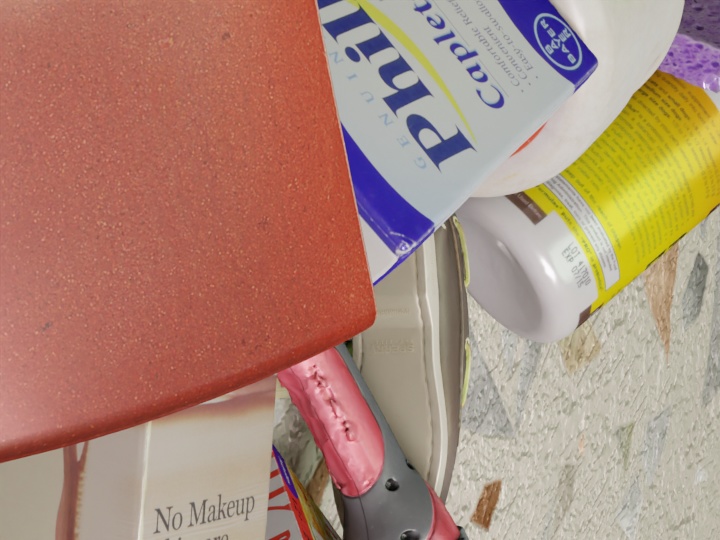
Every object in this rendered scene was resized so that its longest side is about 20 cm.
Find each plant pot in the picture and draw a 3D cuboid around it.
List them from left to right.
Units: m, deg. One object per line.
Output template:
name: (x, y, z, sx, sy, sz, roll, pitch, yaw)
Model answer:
plant pot: (-0.139, -0.044, 0.635, 0.176, 0.199, 0.201, -35, 126, -37)

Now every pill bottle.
pill bottle: (0.145, -0.057, 1.070, 0.200, 0.109, 0.110, -38, 132, -19)

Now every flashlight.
flashlight: (-0.011, 0.083, 0.912, 0.068, 0.068, 0.201, -33, 101, -21)

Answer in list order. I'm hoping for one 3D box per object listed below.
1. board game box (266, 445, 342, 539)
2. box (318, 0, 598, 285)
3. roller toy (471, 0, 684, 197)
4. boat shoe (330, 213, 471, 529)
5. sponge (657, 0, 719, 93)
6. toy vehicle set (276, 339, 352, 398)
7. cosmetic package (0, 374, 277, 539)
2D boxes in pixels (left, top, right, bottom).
board game box: (-0.010, 0.199, 0.950, 0.200, 0.046, 0.152, 60, 5, -47)
box: (-0.021, -0.094, 0.816, 0.184, 0.105, 0.200, 49, 42, -3)
roller toy: (0.064, -0.144, 0.962, 0.140, 0.199, 0.183, -44, 143, -47)
boat shoe: (0.026, 0.058, 0.992, 0.059, 0.072, 0.201, -4, 94, -57)
sponge: (0.135, -0.172, 1.066, 0.112, 0.199, 0.030, -43, 154, -47)
toy vehicle set: (0.000, 0.000, 1.030, 0.200, 0.026, 0.125, -3, 98, -60)
cosmetic package: (-0.100, 0.111, 0.817, 0.103, 0.087, 0.201, -5, 99, -58)
